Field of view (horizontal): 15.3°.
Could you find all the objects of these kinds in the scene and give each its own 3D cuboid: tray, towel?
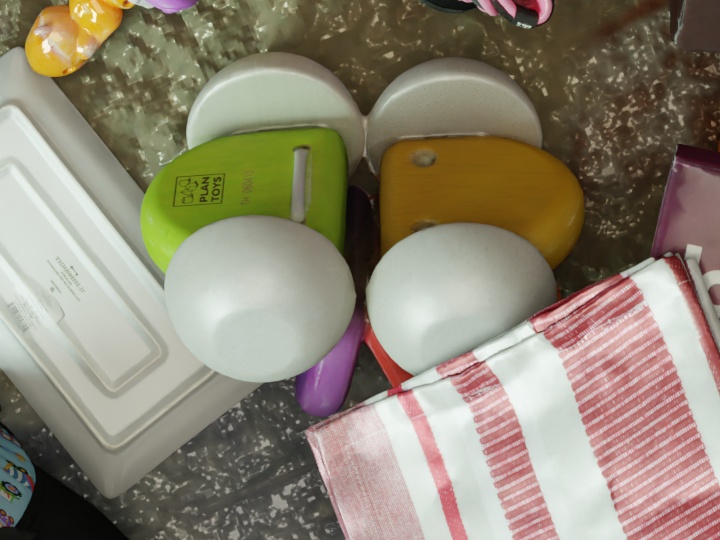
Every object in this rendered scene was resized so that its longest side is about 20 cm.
[{"bbox_3d":[-0.141,0.003,1.278,0.107,0.022,0.200,-38,94,4],"label":"tray"},{"bbox_3d":[0.076,0.095,1.103,0.200,0.023,0.145,-28,75,31],"label":"towel"}]

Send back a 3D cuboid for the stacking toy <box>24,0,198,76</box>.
[{"bbox_3d":[-0.084,-0.159,1.234,0.200,0.116,0.110,-41,74,20],"label":"stacking toy"}]

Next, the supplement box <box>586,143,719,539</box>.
[{"bbox_3d":[0.174,0.058,1.136,0.130,0.103,0.201,12,97,7],"label":"supplement box"}]

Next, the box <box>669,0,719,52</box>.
[{"bbox_3d":[0.233,-0.196,1.107,0.199,0.166,0.165,1,67,1],"label":"box"}]

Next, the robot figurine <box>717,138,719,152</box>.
[{"bbox_3d":[0.245,-0.070,1.222,0.116,0.144,0.200,-32,92,-21],"label":"robot figurine"}]

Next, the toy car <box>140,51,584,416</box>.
[{"bbox_3d":[0.000,0.000,1.226,0.199,0.175,0.150,2,132,0],"label":"toy car"}]

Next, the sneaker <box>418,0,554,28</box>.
[{"bbox_3d":[0.053,-0.141,1.173,0.079,0.200,0.096,-23,77,-4],"label":"sneaker"}]

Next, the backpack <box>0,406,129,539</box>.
[{"bbox_3d":[-0.167,0.158,1.204,0.182,0.200,0.135,41,94,-4],"label":"backpack"}]
